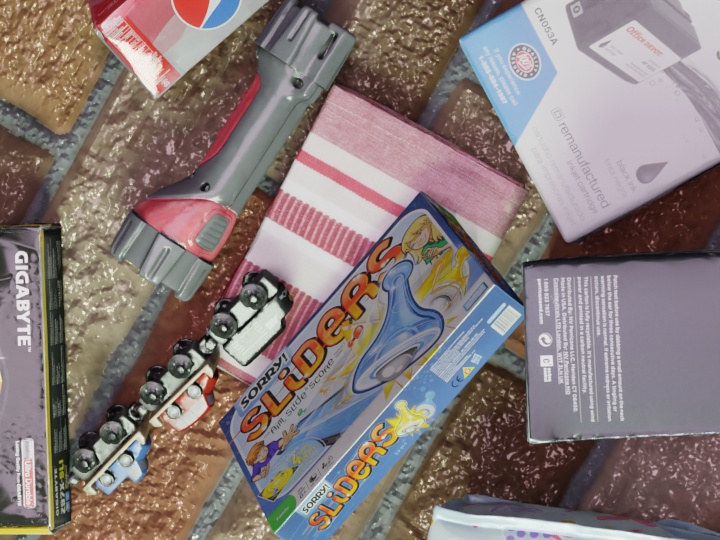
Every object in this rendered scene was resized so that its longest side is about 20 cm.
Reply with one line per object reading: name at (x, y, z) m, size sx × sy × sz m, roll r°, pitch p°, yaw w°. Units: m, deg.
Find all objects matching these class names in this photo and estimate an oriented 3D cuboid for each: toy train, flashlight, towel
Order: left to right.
toy train at (-0.115, 0.077, 1.484) m, size 0.046 × 0.034 × 0.200 m, roll 42°, pitch 108°, yaw -13°
flashlight at (-0.082, -0.080, 1.476) m, size 0.067 × 0.068 × 0.201 m, roll 32°, pitch 92°, yaw -3°
towel at (0.000, 0.000, 1.485) m, size 0.143 × 0.023 × 0.201 m, roll 29°, pitch 97°, yaw 5°

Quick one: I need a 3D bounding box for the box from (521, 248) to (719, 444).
box at (0.193, 0.040, 1.365) m, size 0.180 × 0.200 × 0.105 m, roll -2°, pitch 91°, yaw 8°

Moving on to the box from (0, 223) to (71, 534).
box at (-0.274, 0.071, 1.516) m, size 0.158 × 0.049 × 0.202 m, roll -1°, pitch 92°, yaw 11°

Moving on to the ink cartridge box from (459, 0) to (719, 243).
ink cartridge box at (0.182, -0.126, 1.419) m, size 0.199 × 0.084 × 0.146 m, roll -29°, pitch 87°, yaw 9°

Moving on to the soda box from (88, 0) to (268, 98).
soda box at (-0.078, -0.203, 1.457) m, size 0.200 × 0.070 × 0.063 m, roll -40°, pitch 112°, yaw 7°

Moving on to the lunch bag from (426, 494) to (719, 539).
lunch bag at (0.140, 0.234, 1.418) m, size 0.198 × 0.127 × 0.171 m, roll 5°, pitch 90°, yaw 18°

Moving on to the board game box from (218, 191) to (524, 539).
board game box at (0.004, 0.061, 1.413) m, size 0.034 × 0.135 × 0.200 m, roll 36°, pitch 99°, yaw -31°
